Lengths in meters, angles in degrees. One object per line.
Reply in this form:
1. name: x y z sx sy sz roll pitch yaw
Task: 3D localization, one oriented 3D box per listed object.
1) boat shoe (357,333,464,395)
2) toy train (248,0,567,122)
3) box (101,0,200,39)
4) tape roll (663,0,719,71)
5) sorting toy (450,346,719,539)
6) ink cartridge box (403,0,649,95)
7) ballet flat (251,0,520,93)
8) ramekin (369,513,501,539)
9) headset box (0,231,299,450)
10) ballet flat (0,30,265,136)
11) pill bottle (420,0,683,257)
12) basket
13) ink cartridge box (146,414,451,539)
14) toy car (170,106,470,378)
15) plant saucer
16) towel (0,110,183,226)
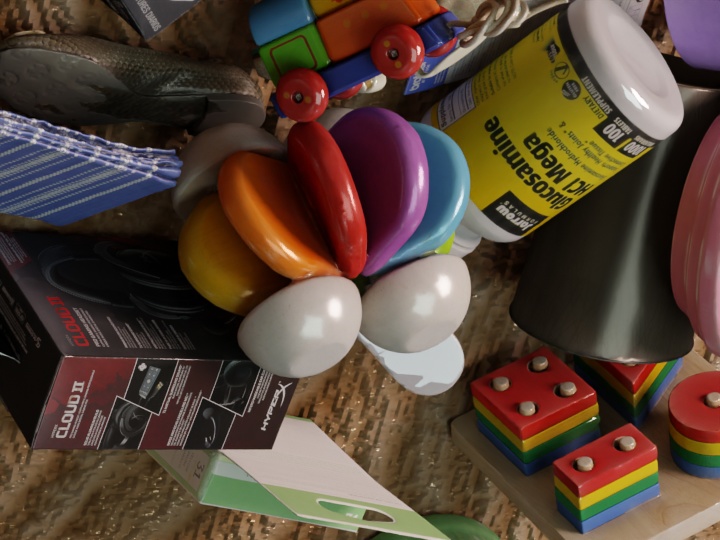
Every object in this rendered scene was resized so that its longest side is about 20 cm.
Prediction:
1. boat shoe: 0.000 0.000 1.787 0.071 0.070 0.200 -41 107 8
2. toy train: 0.019 -0.179 1.560 0.200 0.085 0.116 -23 97 25
3. box: -0.100 -0.258 1.546 0.200 0.106 0.122 -39 131 -8
4. tape roll: 0.285 -0.234 1.765 0.200 0.085 0.201 -28 123 -56
5. sorting toy: 0.198 0.112 1.893 0.198 0.200 0.070 -24 129 -19
6. ink cartridge box: 0.118 -0.193 1.744 0.200 0.042 0.119 -20 151 -25
7. ballet flat: 0.015 -0.147 1.647 0.067 0.200 0.063 -21 90 -60
8. ramekin: 0.060 0.300 1.982 0.200 0.098 0.200 -16 124 -25
9. headset box: -0.161 0.045 1.652 0.200 0.149 0.077 4 120 -34
10. ballet flat: -0.152 -0.125 1.636 0.200 0.046 0.067 7 143 -30
11. pill bottle: 0.114 -0.091 1.746 0.200 0.113 0.112 -36 136 24
12. basket: 0.198 -0.052 1.842 0.180 0.136 0.201 -28 133 -65
13. ink cartridge box: -0.048 0.152 1.757 0.145 0.200 0.048 14 106 -38
14. toy car: -0.014 -0.040 1.625 0.200 0.175 0.150 -10 149 -34
15. plant saucer: 0.270 -0.038 1.793 0.200 0.051 0.201 -41 139 -49
16. towel: -0.227 -0.071 1.569 0.200 0.145 0.024 16 68 -38
